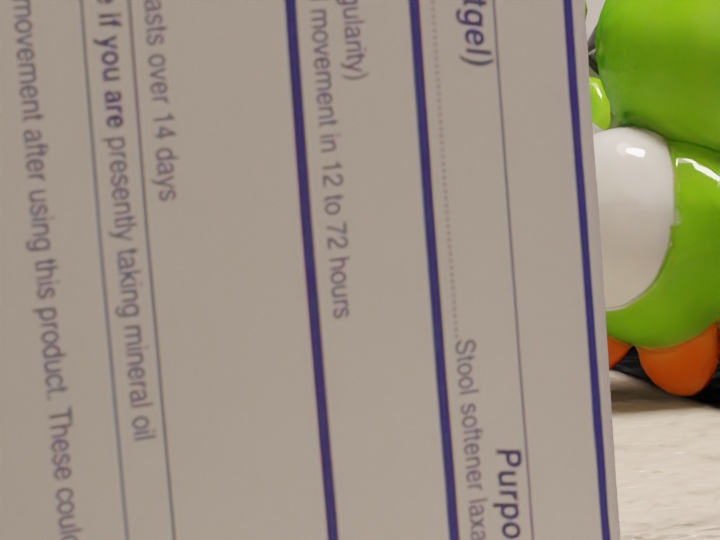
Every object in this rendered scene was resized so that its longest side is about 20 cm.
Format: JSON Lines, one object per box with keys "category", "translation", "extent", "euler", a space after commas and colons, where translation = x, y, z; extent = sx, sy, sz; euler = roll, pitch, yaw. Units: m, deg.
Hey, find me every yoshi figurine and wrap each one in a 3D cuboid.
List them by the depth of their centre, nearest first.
{"category": "yoshi figurine", "translation": [0.042, -0.040, 0.697], "extent": [0.199, 0.112, 0.112], "euler": [4, 34, 29]}

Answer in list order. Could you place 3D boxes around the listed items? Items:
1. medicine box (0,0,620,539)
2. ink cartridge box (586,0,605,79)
{"category": "medicine box", "translation": [-0.070, -0.026, 0.434], "extent": [0.199, 0.183, 0.103], "euler": [-8, 7, -28]}
{"category": "ink cartridge box", "translation": [0.123, -0.088, 0.805], "extent": [0.147, 0.083, 0.200], "euler": [-56, 13, -24]}
